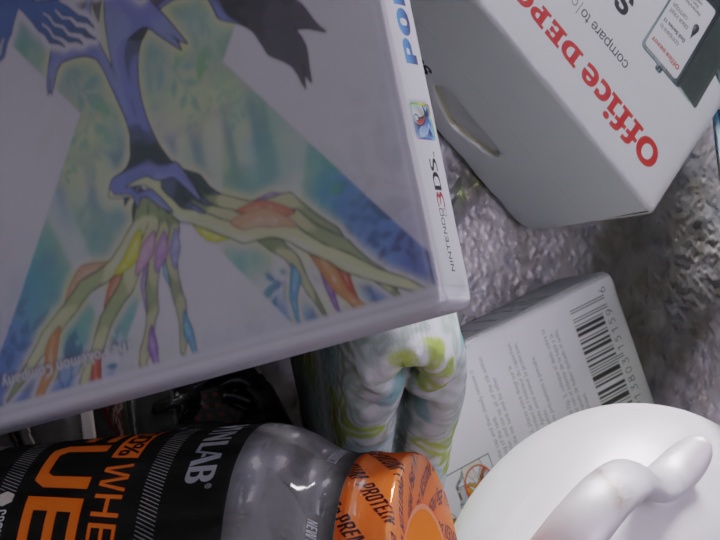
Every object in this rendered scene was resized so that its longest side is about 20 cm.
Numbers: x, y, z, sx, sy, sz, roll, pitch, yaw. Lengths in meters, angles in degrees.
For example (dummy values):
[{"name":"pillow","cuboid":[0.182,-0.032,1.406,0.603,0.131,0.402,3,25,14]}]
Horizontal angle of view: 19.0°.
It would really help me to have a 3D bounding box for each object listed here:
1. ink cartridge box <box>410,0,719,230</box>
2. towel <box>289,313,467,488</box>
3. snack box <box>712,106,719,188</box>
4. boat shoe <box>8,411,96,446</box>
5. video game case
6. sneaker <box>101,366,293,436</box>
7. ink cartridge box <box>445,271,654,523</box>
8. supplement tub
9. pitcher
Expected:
[{"name":"ink cartridge box","cuboid":[0.106,-0.138,0.947,0.147,0.083,0.200,46,62,-24]},{"name":"towel","cuboid":[0.000,0.000,0.768,0.048,0.200,0.172,-9,62,-8]},{"name":"snack box","cuboid":[0.180,0.013,0.930,0.201,0.037,0.117,-86,165,-49]},{"name":"boat shoe","cuboid":[-0.138,-0.005,0.774,0.057,0.067,0.201,-11,88,-16]},{"name":"video game case","cuboid":[-0.071,-0.054,0.682,0.022,0.199,0.183,1,75,-59]},{"name":"sneaker","cuboid":[-0.061,0.050,0.796,0.070,0.098,0.202,-10,91,-27]},{"name":"ink cartridge box","cuboid":[0.068,0.124,0.918,0.173,0.043,0.201,-24,97,-33]},{"name":"supplement tub","cuboid":[-0.073,0.113,0.686,0.122,0.199,0.123,-7,90,-75]},{"name":"pitcher","cuboid":[0.089,0.110,0.796,0.121,0.172,0.200,42,39,15]}]
